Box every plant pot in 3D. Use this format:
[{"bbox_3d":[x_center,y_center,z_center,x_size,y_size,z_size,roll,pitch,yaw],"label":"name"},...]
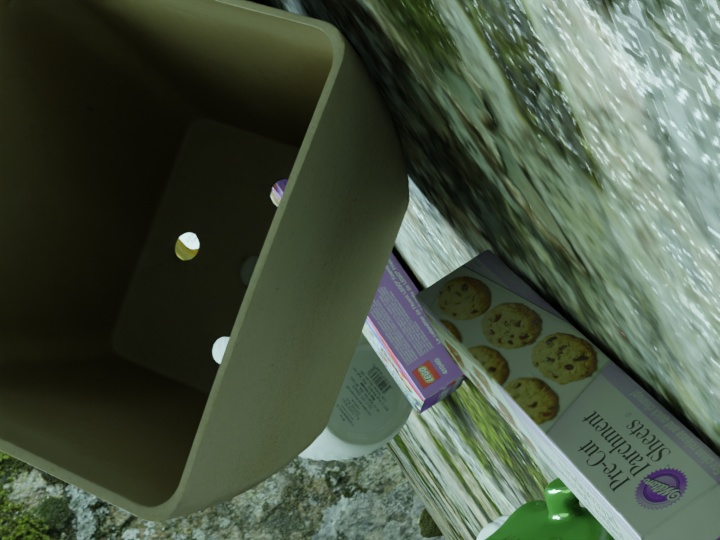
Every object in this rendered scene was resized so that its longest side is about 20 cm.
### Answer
[{"bbox_3d":[-0.087,-0.012,0.720,0.199,0.200,0.177,20,178,26],"label":"plant pot"}]

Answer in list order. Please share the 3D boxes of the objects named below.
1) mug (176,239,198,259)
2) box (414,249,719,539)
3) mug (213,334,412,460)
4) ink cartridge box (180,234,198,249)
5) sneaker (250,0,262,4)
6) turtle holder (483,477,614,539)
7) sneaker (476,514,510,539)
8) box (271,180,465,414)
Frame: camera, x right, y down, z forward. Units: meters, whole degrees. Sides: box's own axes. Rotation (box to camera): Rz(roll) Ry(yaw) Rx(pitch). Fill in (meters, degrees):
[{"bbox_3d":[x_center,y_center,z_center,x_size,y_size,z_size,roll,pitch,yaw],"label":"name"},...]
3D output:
[{"bbox_3d":[-0.135,-0.083,1.180,0.187,0.153,0.149,56,175,-12],"label":"mug"},{"bbox_3d":[0.079,0.051,0.599,0.039,0.041,0.200,58,176,-30],"label":"box"},{"bbox_3d":[-0.044,0.065,1.345,0.175,0.148,0.200,15,133,62],"label":"mug"},{"bbox_3d":[-0.162,-0.056,1.411,0.165,0.200,0.075,53,-143,12],"label":"ink cartridge box"},{"bbox_3d":[-0.078,-0.130,0.830,0.080,0.071,0.200,51,180,21],"label":"sneaker"},{"bbox_3d":[0.094,0.199,0.859,0.132,0.141,0.186,55,174,-8],"label":"turtle holder"},{"bbox_3d":[0.124,0.271,1.307,0.078,0.099,0.200,58,175,-22],"label":"sneaker"},{"bbox_3d":[0.000,0.000,1.067,0.200,0.039,0.137,56,176,7],"label":"box"}]
